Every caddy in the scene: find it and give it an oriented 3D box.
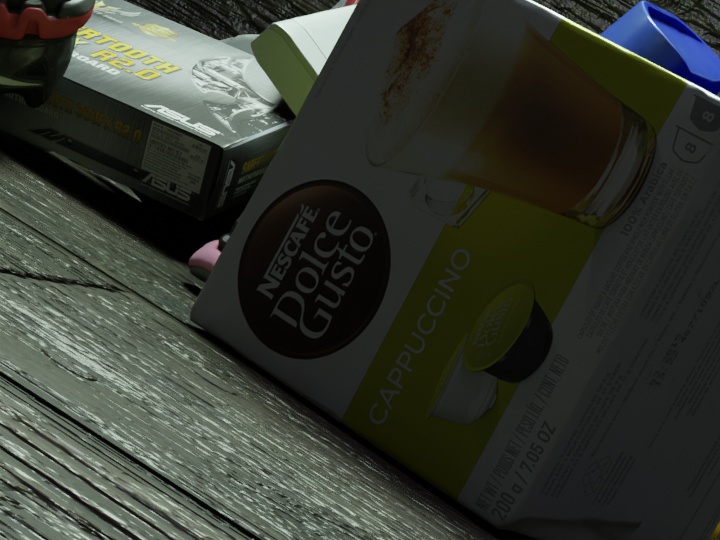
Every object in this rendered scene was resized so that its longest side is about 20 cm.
[{"bbox_3d":[0.185,-0.080,1.418,0.141,0.105,0.200,53,16,14],"label":"caddy"}]

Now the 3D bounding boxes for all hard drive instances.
[{"bbox_3d":[0.031,-0.087,1.253,0.132,0.027,0.200,54,27,6],"label":"hard drive"}]

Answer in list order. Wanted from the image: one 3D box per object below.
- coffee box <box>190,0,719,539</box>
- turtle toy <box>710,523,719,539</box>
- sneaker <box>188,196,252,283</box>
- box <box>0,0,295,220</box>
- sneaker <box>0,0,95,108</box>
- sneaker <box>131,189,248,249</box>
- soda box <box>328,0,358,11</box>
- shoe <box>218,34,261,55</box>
[{"bbox_3d":[0.083,-0.002,1.056,0.198,0.200,0.200,32,5,33],"label":"coffee box"},{"bbox_3d":[0.151,0.047,1.208,0.146,0.101,0.200,32,-37,22],"label":"turtle toy"},{"bbox_3d":[0.000,0.000,1.224,0.079,0.096,0.200,30,1,38],"label":"sneaker"},{"bbox_3d":[-0.130,-0.103,1.353,0.200,0.048,0.158,25,24,19],"label":"box"},{"bbox_3d":[-0.246,-0.131,1.241,0.200,0.098,0.071,6,37,-10],"label":"sneaker"},{"bbox_3d":[-0.103,-0.058,1.394,0.200,0.076,0.087,33,11,39],"label":"sneaker"},{"bbox_3d":[0.047,-0.073,1.355,0.200,0.063,0.070,44,29,-13],"label":"soda box"},{"bbox_3d":[-0.095,-0.105,1.574,0.200,0.072,0.091,-8,-19,27],"label":"shoe"}]
